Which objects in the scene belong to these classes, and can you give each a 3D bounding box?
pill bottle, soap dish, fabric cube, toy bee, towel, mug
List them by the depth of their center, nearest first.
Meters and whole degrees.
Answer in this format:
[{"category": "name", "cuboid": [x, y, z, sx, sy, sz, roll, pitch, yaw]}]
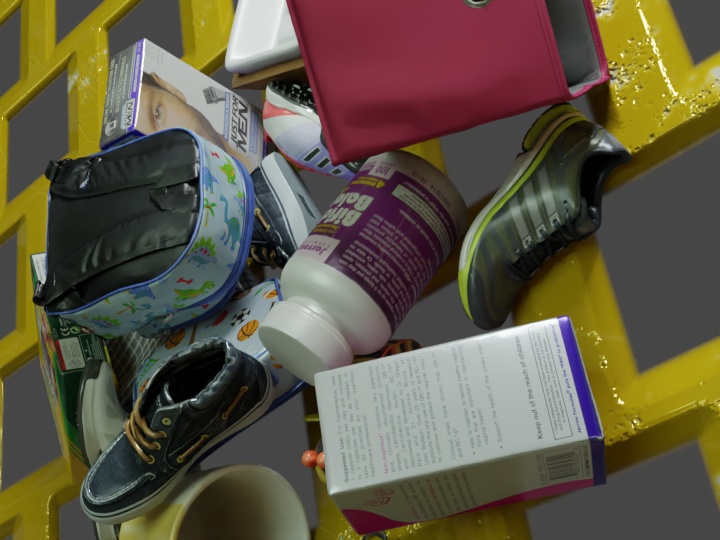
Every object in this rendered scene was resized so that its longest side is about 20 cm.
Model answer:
[{"category": "fabric cube", "cuboid": [0.070, -0.214, 0.894, 0.197, 0.200, 0.199, -13, 98, 24]}, {"category": "toy bee", "cuboid": [0.004, 0.146, 0.941, 0.130, 0.108, 0.202, -27, 55, 31]}, {"category": "pill bottle", "cuboid": [0.000, 0.000, 0.959, 0.112, 0.113, 0.201, 10, 55, 45]}, {"category": "mug", "cuboid": [-0.162, 0.253, 1.012, 0.152, 0.185, 0.152, -8, 85, 50]}, {"category": "towel", "cuboid": [-0.204, 0.052, 1.198, 0.201, 0.085, 0.166, -53, 44, 12]}, {"category": "soap dish", "cuboid": [-0.064, -0.298, 1.212, 0.156, 0.081, 0.203, -5, 69, 48]}]

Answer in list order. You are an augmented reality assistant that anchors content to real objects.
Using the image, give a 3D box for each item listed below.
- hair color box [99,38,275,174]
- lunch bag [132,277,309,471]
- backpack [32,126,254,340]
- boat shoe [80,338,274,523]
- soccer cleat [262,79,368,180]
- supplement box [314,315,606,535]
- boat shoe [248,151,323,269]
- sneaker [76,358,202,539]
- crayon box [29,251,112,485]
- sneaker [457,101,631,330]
[{"category": "hair color box", "cuboid": [-0.177, -0.147, 1.175, 0.064, 0.199, 0.111, -19, 60, 37]}, {"category": "lunch bag", "cuboid": [-0.131, 0.103, 1.055, 0.199, 0.076, 0.161, -37, 26, 4]}, {"category": "backpack", "cuboid": [-0.194, -0.036, 1.068, 0.198, 0.147, 0.185, -18, 61, 30]}, {"category": "boat shoe", "cuboid": [-0.170, 0.131, 0.927, 0.200, 0.091, 0.071, -39, 60, 0]}, {"category": "soccer cleat", "cuboid": [-0.038, -0.128, 1.144, 0.200, 0.068, 0.074, 42, 128, 39]}, {"category": "supplement box", "cuboid": [0.075, 0.120, 0.830, 0.197, 0.102, 0.104, -14, 58, 5]}, {"category": "boat shoe", "cuboid": [-0.078, -0.023, 1.113, 0.091, 0.071, 0.201, -40, 48, 15]}, {"category": "sneaker", "cuboid": [-0.221, 0.181, 1.124, 0.076, 0.114, 0.203, -102, 7, -72]}, {"category": "crayon box", "cuboid": [-0.325, 0.106, 1.243, 0.201, 0.058, 0.174, -121, 31, -44]}, {"category": "sneaker", "cuboid": [0.149, -0.039, 0.910, 0.081, 0.074, 0.202, 31, 96, 43]}]
